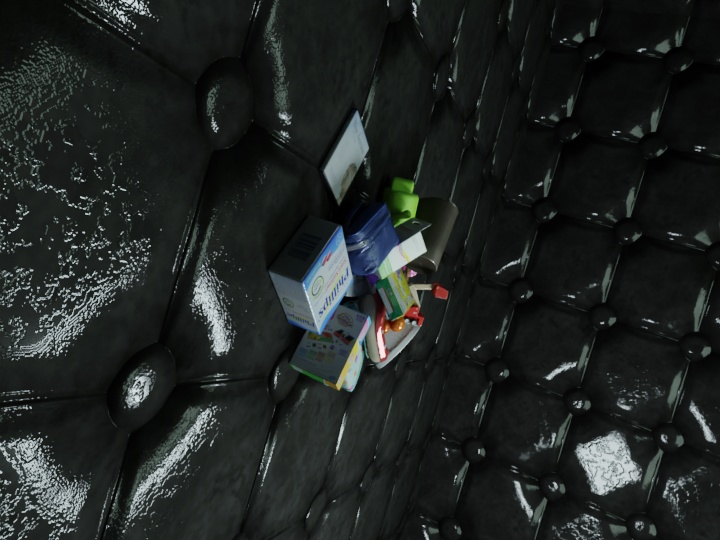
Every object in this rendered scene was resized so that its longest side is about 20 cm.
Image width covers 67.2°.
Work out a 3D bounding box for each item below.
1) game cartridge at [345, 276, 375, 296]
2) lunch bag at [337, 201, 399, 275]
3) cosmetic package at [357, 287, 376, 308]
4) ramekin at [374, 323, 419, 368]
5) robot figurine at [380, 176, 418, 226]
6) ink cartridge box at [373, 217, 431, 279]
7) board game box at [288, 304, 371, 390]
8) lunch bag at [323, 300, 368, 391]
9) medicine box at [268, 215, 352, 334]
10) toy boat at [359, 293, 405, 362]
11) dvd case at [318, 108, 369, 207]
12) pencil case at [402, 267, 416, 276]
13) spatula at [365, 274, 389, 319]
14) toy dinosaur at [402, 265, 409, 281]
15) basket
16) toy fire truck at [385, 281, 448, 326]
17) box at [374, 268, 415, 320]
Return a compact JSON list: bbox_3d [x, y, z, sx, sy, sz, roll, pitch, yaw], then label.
[{"bbox_3d":[0.000,0.000,1.582,0.198,0.039,0.139,-21,111,-56],"label":"game cartridge"},{"bbox_3d":[0.008,-0.098,1.427,0.201,0.132,0.135,-51,126,-42],"label":"lunch bag"},{"bbox_3d":[0.055,0.069,1.718,0.199,0.049,0.085,-39,140,-53],"label":"cosmetic package"},{"bbox_3d":[0.096,0.217,1.809,0.200,0.105,0.200,-45,178,-2],"label":"ramekin"},{"bbox_3d":[0.112,-0.177,1.657,0.176,0.111,0.208,-68,170,-78],"label":"robot figurine"},{"bbox_3d":[0.105,-0.067,1.520,0.196,0.117,0.069,-31,116,-15],"label":"ink cartridge box"},{"bbox_3d":[-0.078,0.190,1.430,0.204,0.149,0.041,-61,155,-22],"label":"board game box"},{"bbox_3d":[-0.043,0.213,1.567,0.174,0.118,0.203,79,29,-46],"label":"lunch bag"},{"bbox_3d":[-0.112,0.012,1.298,0.185,0.100,0.204,-57,151,-32],"label":"medicine box"},{"bbox_3d":[0.069,0.161,1.588,0.132,0.126,0.206,-111,-172,-57],"label":"toy boat"},{"bbox_3d":[-0.037,-0.284,1.374,0.205,0.017,0.144,-64,154,-21],"label":"dvd case"},{"bbox_3d":[0.171,-0.072,1.891,0.088,0.094,0.205,-24,135,-16],"label":"pencil case"},{"bbox_3d":[0.054,0.063,1.613,0.057,0.020,0.205,-50,131,-40],"label":"spatula"},{"bbox_3d":[0.130,0.050,1.740,0.206,0.059,0.106,-67,159,-12],"label":"toy dinosaur"},{"bbox_3d":[0.210,-0.106,1.720,0.136,0.176,0.206,41,57,-41],"label":"basket"},{"bbox_3d":[0.163,0.094,1.690,0.049,0.193,0.146,-116,-138,-73],"label":"toy fire truck"},{"bbox_3d":[0.105,0.059,1.567,0.121,0.047,0.199,66,21,-2],"label":"box"}]
